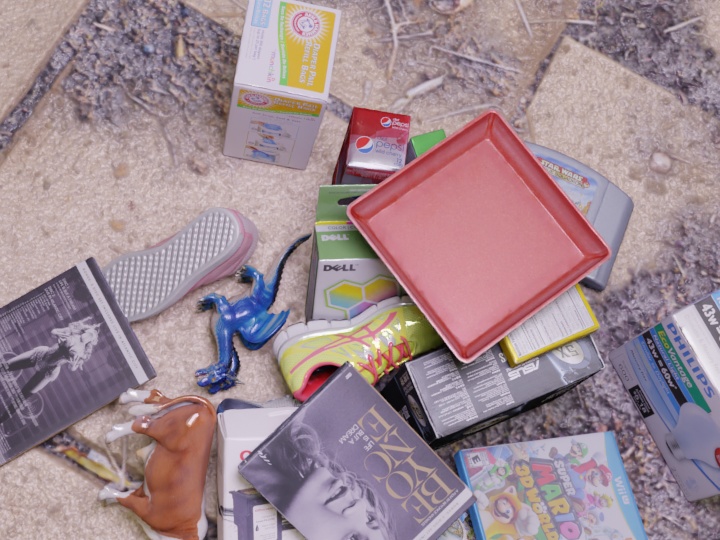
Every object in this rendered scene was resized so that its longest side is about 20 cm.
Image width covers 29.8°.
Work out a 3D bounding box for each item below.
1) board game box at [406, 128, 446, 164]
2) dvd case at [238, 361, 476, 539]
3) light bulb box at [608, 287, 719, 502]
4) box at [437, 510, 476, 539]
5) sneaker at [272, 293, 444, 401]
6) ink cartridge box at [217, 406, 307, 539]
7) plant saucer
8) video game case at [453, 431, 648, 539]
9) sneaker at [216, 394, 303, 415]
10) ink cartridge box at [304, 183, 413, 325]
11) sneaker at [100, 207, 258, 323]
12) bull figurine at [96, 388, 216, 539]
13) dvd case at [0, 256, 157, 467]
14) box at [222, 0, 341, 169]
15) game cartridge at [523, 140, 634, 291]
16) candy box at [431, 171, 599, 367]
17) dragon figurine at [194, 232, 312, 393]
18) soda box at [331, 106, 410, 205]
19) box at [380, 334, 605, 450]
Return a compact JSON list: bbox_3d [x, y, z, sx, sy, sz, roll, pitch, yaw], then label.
[{"bbox_3d":[0.090,-0.034,1.497,0.040,0.153,0.201,-16,78,-13],"label":"board game box"},{"bbox_3d":[-0.001,0.210,1.329,0.149,0.016,0.200,-43,108,-2],"label":"dvd case"},{"bbox_3d":[0.397,0.130,1.475,0.124,0.200,0.199,-26,79,-15],"label":"light bulb box"},{"bbox_3d":[0.158,0.321,1.467,0.200,0.038,0.137,41,72,4],"label":"box"},{"bbox_3d":[0.009,0.092,1.436,0.198,0.078,0.091,-16,46,4],"label":"sneaker"},{"bbox_3d":[-0.073,0.248,1.384,0.143,0.084,0.202,-1,102,-10],"label":"ink cartridge box"},{"bbox_3d":[0.118,-0.034,1.371,0.199,0.037,0.200,-35,76,-15],"label":"plant saucer"},{"bbox_3d":[0.209,0.253,1.469,0.198,0.018,0.144,-3,63,-24],"label":"video game case"},{"bbox_3d":[-0.058,0.160,1.467,0.198,0.077,0.086,15,62,-13],"label":"sneaker"},{"bbox_3d":[0.000,0.000,1.446,0.103,0.201,0.060,-1,47,-9],"label":"ink cartridge box"},{"bbox_3d":[-0.197,-0.003,1.490,0.199,0.105,0.076,-30,82,14],"label":"sneaker"},{"bbox_3d":[-0.206,0.218,1.399,0.120,0.065,0.202,12,100,3],"label":"bull figurine"},{"bbox_3d":[-0.337,0.098,1.442,0.199,0.016,0.149,-30,81,-4],"label":"dvd case"},{"bbox_3d":[-0.089,-0.204,1.489,0.100,0.200,0.113,10,73,-6],"label":"box"},{"bbox_3d":[0.217,-0.074,1.590,0.199,0.042,0.134,23,76,-2],"label":"game cartridge"},{"bbox_3d":[0.158,-0.008,1.400,0.102,0.026,0.201,-21,74,-13],"label":"candy box"},{"bbox_3d":[-0.113,0.050,1.488,0.200,0.059,0.100,-37,83,-16],"label":"dragon figurine"},{"bbox_3d":[0.006,-0.105,1.476,0.063,0.200,0.071,9,72,-6],"label":"soda box"},{"bbox_3d":[0.137,0.119,1.455,0.199,0.164,0.087,-21,78,-15],"label":"box"}]
